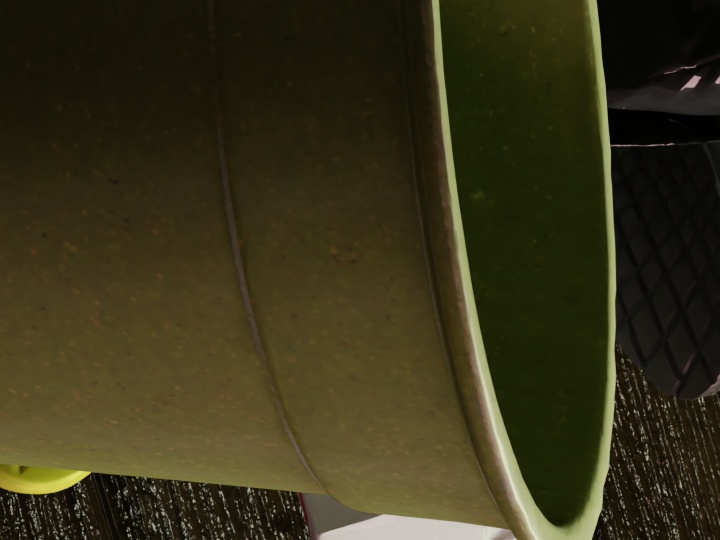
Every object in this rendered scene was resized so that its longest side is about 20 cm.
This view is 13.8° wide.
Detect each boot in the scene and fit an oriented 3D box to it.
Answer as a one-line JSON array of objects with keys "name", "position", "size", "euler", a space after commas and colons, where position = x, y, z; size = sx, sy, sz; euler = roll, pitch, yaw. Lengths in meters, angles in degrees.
[{"name": "boot", "position": [0.128, -0.051, 0.960], "size": [0.132, 0.200, 0.070], "euler": [5, 149, -34]}]

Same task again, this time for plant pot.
[{"name": "plant pot", "position": [-0.053, -0.030, 0.652], "size": [0.190, 0.200, 0.200], "euler": [-5, -179, 14]}]

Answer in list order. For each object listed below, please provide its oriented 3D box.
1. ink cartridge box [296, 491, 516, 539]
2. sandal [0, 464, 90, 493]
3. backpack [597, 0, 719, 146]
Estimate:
[{"name": "ink cartridge box", "position": [0.000, 0.000, 0.996], "size": [0.085, 0.200, 0.145], "euler": [-17, 165, -2]}, {"name": "sandal", "position": [-0.087, 0.019, 1.115], "size": [0.200, 0.080, 0.087], "euler": [-32, -179, -32]}, {"name": "backpack", "position": [0.150, -0.102, 0.850], "size": [0.167, 0.127, 0.200], "euler": [-1, -175, 33]}]
